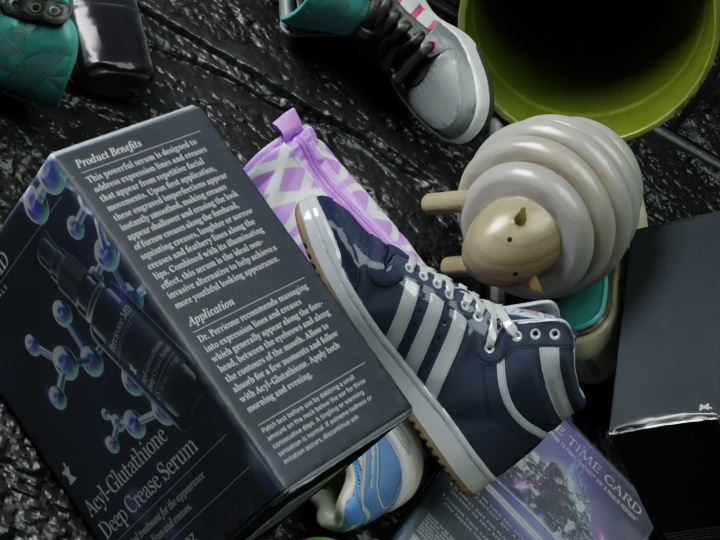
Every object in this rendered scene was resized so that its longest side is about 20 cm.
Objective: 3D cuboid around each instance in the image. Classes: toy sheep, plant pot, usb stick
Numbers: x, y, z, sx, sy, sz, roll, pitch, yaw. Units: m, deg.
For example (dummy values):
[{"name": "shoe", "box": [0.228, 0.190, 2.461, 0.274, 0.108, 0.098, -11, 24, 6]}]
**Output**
[{"name": "toy sheep", "box": [0.130, -0.046, 1.027, 0.138, 0.138, 0.200, 46, 44, 1]}, {"name": "plant pot", "box": [0.184, -0.235, 1.202, 0.199, 0.201, 0.194, 33, 31, -13]}, {"name": "usb stick", "box": [-0.179, -0.200, 0.980, 0.055, 0.033, 0.202, 0, 58, -30]}]

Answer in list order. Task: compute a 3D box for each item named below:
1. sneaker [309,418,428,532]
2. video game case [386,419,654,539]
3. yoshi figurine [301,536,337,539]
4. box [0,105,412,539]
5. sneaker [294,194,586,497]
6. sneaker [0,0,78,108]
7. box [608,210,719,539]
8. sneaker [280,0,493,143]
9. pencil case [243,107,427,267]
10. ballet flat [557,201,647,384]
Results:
[{"name": "sneaker", "box": [-0.042, 0.061, 0.852, 0.200, 0.076, 0.077, 49, 37, 6]}, {"name": "video game case", "box": [0.106, 0.167, 0.934, 0.143, 0.019, 0.200, 45, 41, -1]}, {"name": "yoshi figurine", "box": [0.028, 0.181, 0.791, 0.198, 0.113, 0.113, -6, 52, -28]}, {"name": "box", "box": [-0.097, 0.045, 0.767, 0.107, 0.148, 0.201, -26, 76, -47]}, {"name": "sneaker", "box": [0.052, 0.021, 0.850, 0.201, 0.108, 0.070, 56, 7, -12]}, {"name": "sneaker", "box": [-0.227, -0.131, 0.855, 0.120, 0.084, 0.201, 32, 42, -1]}, {"name": "box", "box": [0.234, 0.080, 1.016, 0.201, 0.078, 0.142, -72, 144, -47]}, {"name": "sneaker", "box": [0.008, -0.176, 1.059, 0.120, 0.084, 0.201, -3, 53, -46]}, {"name": "pencil case", "box": [0.000, 0.000, 0.928, 0.200, 0.086, 0.084, 45, 54, 1]}, {"name": "ballet flat", "box": [0.181, 0.004, 1.097, 0.069, 0.069, 0.201, 34, 45, -12]}]
